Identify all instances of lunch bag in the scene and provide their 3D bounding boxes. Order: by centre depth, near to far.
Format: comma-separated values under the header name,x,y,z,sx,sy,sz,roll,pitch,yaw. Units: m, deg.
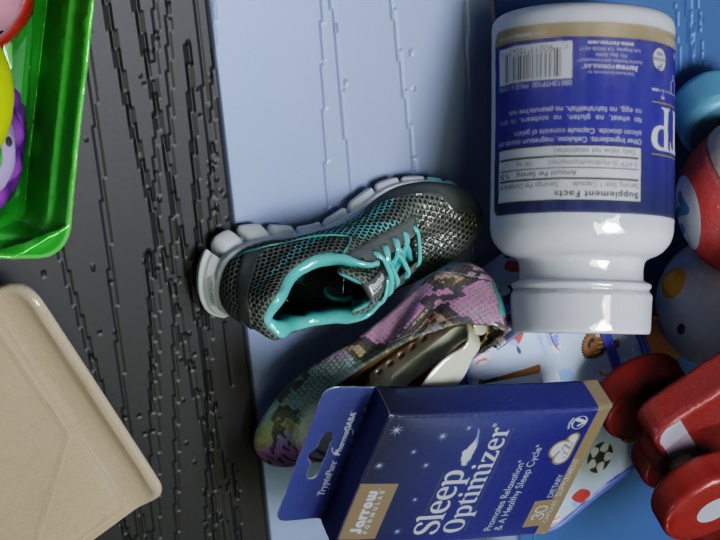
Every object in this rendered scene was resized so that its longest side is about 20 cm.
name,x,y,z,sx,sy,sz,roll,pitch,yaw
lunch bag,0.135,0.071,1.202,0.160,0.075,0.201,-32,122,-16

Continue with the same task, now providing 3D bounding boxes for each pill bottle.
name,x,y,z,sx,sy,sz,roll,pitch,yaw
pill bottle,0.141,-0.061,1.089,0.119,0.119,0.202,2,88,-29

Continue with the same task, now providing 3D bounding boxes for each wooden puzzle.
name,x,y,z,sx,sy,sz,roll,pitch,yaw
wooden puzzle,-0.244,0.124,1.041,0.199,0.037,0.186,-33,122,-8

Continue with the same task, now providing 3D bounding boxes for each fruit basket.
name,x,y,z,sx,sy,sz,roll,pitch,yaw
fruit basket,-0.209,-0.098,0.871,0.154,0.215,0.218,0,110,-28

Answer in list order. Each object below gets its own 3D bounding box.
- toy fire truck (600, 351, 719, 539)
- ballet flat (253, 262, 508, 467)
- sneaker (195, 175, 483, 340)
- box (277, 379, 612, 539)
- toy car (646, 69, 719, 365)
name,x,y,z,sx,sy,sz,roll,pitch,yaw
toy fire truck,0.265,0.109,1.151,0.167,0.113,0.200,-32,140,7
ballet flat,0.013,0.076,1.104,0.200,0.071,0.069,-39,132,12
sneaker,0.000,0.000,1.088,0.198,0.091,0.078,-20,119,-21
box,0.053,0.124,1.095,0.198,0.033,0.122,1,129,-26
toy car,0.260,0.002,1.214,0.176,0.185,0.200,19,128,-33
